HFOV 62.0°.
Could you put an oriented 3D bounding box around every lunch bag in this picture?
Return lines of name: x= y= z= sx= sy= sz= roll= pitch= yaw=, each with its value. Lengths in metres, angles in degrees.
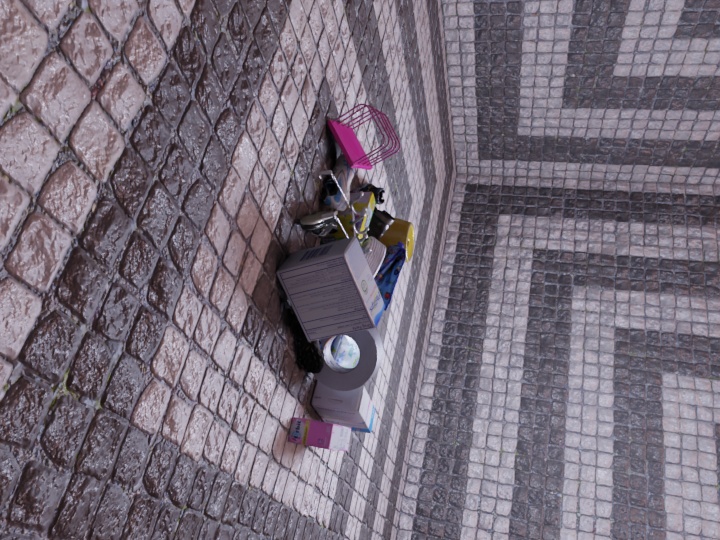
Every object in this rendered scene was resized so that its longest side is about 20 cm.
lunch bag: x=0.078 y=0.006 z=1.786 sx=0.200 sy=0.094 sz=0.151 roll=-60 pitch=-172 yaw=-1
lunch bag: x=-0.041 y=0.191 z=1.732 sx=0.161 sy=0.082 sz=0.200 roll=10 pitch=98 yaw=-57

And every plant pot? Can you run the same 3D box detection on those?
plant pot: x=0.071 y=-0.098 z=1.943 sx=0.201 sy=0.188 sz=0.201 roll=5 pitch=90 yaw=-74

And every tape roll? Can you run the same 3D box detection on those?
tape roll: x=-0.042 y=0.219 z=1.614 sx=0.066 sy=0.200 sz=0.201 roll=-10 pitch=105 yaw=-74

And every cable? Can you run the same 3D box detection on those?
cable: x=0.000 y=0.000 z=1.703 sx=0.200 sy=0.069 sz=0.200 roll=-56 pitch=-171 yaw=20

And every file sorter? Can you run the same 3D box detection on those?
file sorter: x=0.019 y=-0.376 z=1.682 sx=0.139 sy=0.125 sz=0.200 roll=62 pitch=18 yaw=1

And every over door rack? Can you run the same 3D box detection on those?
over door rack: x=-0.028 y=-0.148 z=1.521 sx=0.200 sy=0.066 sz=0.148 roll=43 pitch=34 yaw=-50

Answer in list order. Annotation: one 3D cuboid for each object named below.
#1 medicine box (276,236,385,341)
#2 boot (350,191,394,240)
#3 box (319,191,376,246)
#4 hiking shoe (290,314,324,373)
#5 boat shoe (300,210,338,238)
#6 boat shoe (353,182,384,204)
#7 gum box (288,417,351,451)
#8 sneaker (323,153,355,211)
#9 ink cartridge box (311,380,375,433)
medicine box: x=-0.066 y=0.046 z=1.408 sx=0.200 sy=0.182 sz=0.103 roll=67 pitch=25 yaw=-20
boot: x=-0.005 y=-0.130 z=1.818 sx=0.174 sy=0.200 sz=0.069 roll=-57 pitch=155 yaw=17
box: x=-0.035 y=-0.134 z=1.677 sx=0.048 sy=0.117 sz=0.200 roll=66 pitch=32 yaw=-44
hiking shoe: x=-0.123 y=0.176 z=1.543 sx=0.087 sy=0.074 sz=0.200 roll=-62 pitch=153 yaw=-52
boat shoe: x=-0.100 y=-0.115 z=1.537 sx=0.200 sy=0.072 sz=0.068 roll=-32 pitch=121 yaw=-73
boat shoe: x=0.044 y=-0.247 z=1.976 sx=0.200 sy=0.091 sz=0.071 roll=-41 pitch=134 yaw=-69
gum box: x=-0.104 y=0.445 z=1.622 sx=0.200 sy=0.113 sz=0.066 roll=52 pitch=45 yaw=-67
sneaker: x=-0.061 y=-0.252 z=1.657 sx=0.072 sy=0.072 sz=0.200 roll=27 pitch=49 yaw=-28
ink cartridge box: x=-0.047 y=0.398 z=1.757 sx=0.200 sy=0.144 sz=0.085 roll=70 pitch=29 yaw=-57
